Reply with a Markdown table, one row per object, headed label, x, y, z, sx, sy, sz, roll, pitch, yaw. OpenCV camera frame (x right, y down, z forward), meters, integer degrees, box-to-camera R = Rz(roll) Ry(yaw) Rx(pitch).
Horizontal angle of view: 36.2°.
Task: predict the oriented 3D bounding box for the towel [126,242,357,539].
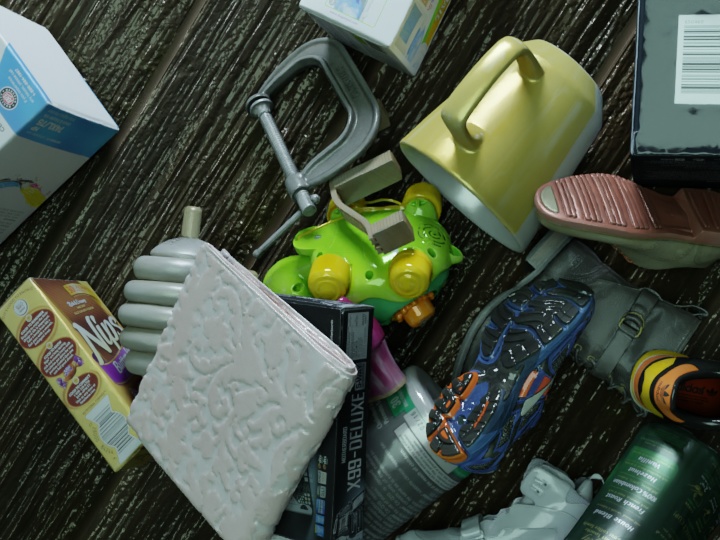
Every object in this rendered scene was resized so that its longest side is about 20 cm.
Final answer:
| label | x | y | z | sx | sy | sz | roll | pitch | yaw |
| --- | --- | --- | --- | --- | --- | --- | --- | --- | --- |
| towel | -0.107 | 0.109 | 0.935 | 0.191 | 0.032 | 0.202 | 40 | 114 | 30 |

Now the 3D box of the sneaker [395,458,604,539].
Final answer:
| label | x | y | z | sx | sy | sz | roll | pitch | yaw |
| --- | --- | --- | --- | --- | --- | --- | --- | --- | --- |
| sneaker | 0.131 | 0.230 | 1.011 | 0.196 | 0.075 | 0.117 | 6 | 88 | 9 |

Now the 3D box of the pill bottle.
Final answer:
| label | x | y | z | sx | sy | sz | roll | pitch | yaw |
| --- | --- | --- | --- | --- | --- | --- | --- | --- | --- |
| pill bottle | 0.005 | 0.191 | 1.023 | 0.199 | 0.113 | 0.114 | -39 | 79 | 9 |

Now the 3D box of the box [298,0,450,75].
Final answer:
| label | x | y | z | sx | sy | sz | roll | pitch | yaw |
| --- | --- | --- | --- | --- | --- | --- | --- | --- | --- |
| box | 0.042 | -0.306 | 1.037 | 0.100 | 0.112 | 0.202 | 27 | 94 | 15 |

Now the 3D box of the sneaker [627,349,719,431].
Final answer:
| label | x | y | z | sx | sy | sz | roll | pitch | yaw |
| --- | --- | --- | --- | --- | --- | --- | --- | --- | --- |
| sneaker | 0.332 | 0.113 | 0.932 | 0.197 | 0.090 | 0.071 | 6 | 97 | -5 |

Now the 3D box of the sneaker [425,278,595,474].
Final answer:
| label | x | y | z | sx | sy | sz | roll | pitch | yaw |
| --- | --- | --- | --- | --- | --- | --- | --- | --- | --- |
| sneaker | 0.135 | 0.091 | 0.955 | 0.200 | 0.079 | 0.075 | -49 | 44 | -9 |

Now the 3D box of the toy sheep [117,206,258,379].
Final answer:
| label | x | y | z | sx | sy | sz | roll | pitch | yaw |
| --- | --- | --- | --- | --- | --- | --- | --- | --- | --- |
| toy sheep | -0.168 | 0.040 | 1.060 | 0.136 | 0.138 | 0.204 | 1 | 85 | 14 |

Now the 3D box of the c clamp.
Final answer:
| label | x | y | z | sx | sy | sz | roll | pitch | yaw |
| --- | --- | --- | --- | --- | --- | --- | --- | --- | --- |
| c clamp | -0.061 | -0.134 | 1.060 | 0.170 | 0.027 | 0.202 | -34 | 49 | 17 |

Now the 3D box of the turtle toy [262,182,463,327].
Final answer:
| label | x | y | z | sx | sy | sz | roll | pitch | yaw |
| --- | --- | --- | --- | --- | --- | --- | --- | --- | --- |
| turtle toy | 0.000 | 0.000 | 1.032 | 0.197 | 0.147 | 0.102 | -4 | 126 | 14 |

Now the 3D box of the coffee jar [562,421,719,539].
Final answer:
| label | x | y | z | sx | sy | sz | roll | pitch | yaw |
| --- | --- | --- | --- | --- | --- | --- | --- | --- | --- |
| coffee jar | 0.227 | 0.233 | 0.930 | 0.085 | 0.105 | 0.200 | 21 | 59 | 45 |

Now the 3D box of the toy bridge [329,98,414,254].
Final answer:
| label | x | y | z | sx | sy | sz | roll | pitch | yaw |
| --- | --- | --- | --- | --- | --- | --- | --- | --- | --- |
| toy bridge | 0.005 | -0.085 | 1.021 | 0.066 | 0.027 | 0.202 | -25 | 39 | 13 |

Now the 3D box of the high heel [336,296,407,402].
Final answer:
| label | x | y | z | sx | sy | sz | roll | pitch | yaw |
| --- | --- | --- | --- | --- | --- | --- | --- | --- | --- |
| high heel | -0.047 | 0.088 | 1.023 | 0.199 | 0.067 | 0.097 | -21 | 105 | 52 |

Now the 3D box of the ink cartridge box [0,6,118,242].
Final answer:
| label | x | y | z | sx | sy | sz | roll | pitch | yaw |
| --- | --- | --- | --- | --- | --- | --- | --- | --- | --- |
| ink cartridge box | -0.385 | -0.142 | 1.115 | 0.199 | 0.146 | 0.147 | -41 | 78 | 10 |

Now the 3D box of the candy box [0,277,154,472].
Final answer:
| label | x | y | z | sx | sy | sz | roll | pitch | yaw |
| --- | --- | --- | --- | --- | --- | --- | --- | --- | --- |
| candy box | -0.259 | 0.099 | 1.094 | 0.056 | 0.117 | 0.200 | -44 | 79 | 9 |

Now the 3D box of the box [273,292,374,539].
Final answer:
| label | x | y | z | sx | sy | sz | roll | pitch | yaw |
| --- | --- | --- | --- | --- | --- | --- | --- | --- | --- |
| box | -0.066 | 0.122 | 0.955 | 0.156 | 0.049 | 0.204 | 7 | 96 | 37 |

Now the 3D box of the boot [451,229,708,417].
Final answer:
| label | x | y | z | sx | sy | sz | roll | pitch | yaw |
| --- | --- | --- | --- | --- | --- | --- | --- | --- | --- |
| boot | 0.196 | 0.071 | 1.003 | 0.174 | 0.069 | 0.201 | 40 | 97 | 11 |

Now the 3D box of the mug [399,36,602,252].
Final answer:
| label | x | y | z | sx | sy | sz | roll | pitch | yaw |
| --- | --- | --- | --- | --- | --- | --- | --- | --- | --- |
| mug | 0.141 | -0.121 | 0.977 | 0.149 | 0.187 | 0.154 | 42 | 89 | -6 |

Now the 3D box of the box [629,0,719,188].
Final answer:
| label | x | y | z | sx | sy | sz | roll | pitch | yaw |
| --- | --- | --- | --- | --- | --- | --- | --- | --- | --- |
| box | 0.283 | -0.155 | 0.923 | 0.105 | 0.200 | 0.151 | 3 | 87 | 15 |

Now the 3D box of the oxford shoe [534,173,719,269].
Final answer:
| label | x | y | z | sx | sy | sz | roll | pitch | yaw |
| --- | --- | --- | --- | --- | --- | --- | --- | --- | --- |
| oxford shoe | 0.238 | -0.031 | 0.959 | 0.197 | 0.074 | 0.072 | 8 | 47 | -12 |
